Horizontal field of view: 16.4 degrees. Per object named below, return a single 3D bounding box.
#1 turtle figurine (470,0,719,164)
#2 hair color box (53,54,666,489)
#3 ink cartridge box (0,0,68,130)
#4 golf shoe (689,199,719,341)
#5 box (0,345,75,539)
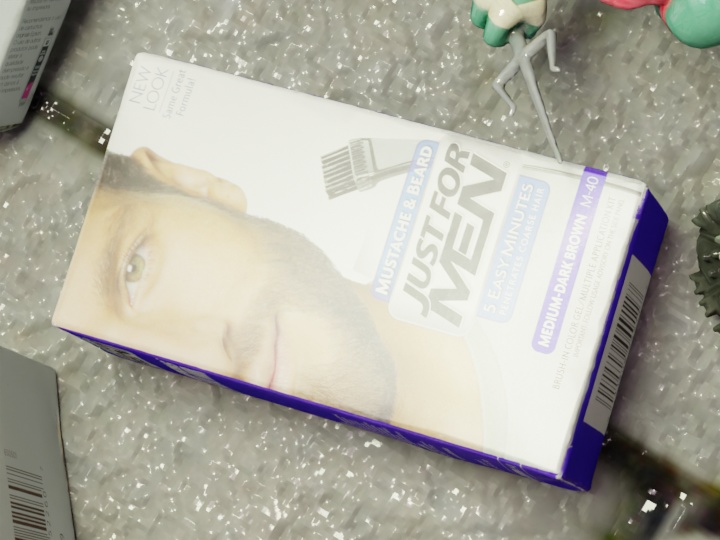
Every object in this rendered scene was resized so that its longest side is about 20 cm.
[{"bbox_3d":[0.118,-0.132,0.892,0.149,0.101,0.200,4,59,-3],"label":"turtle figurine"},{"bbox_3d":[0.000,0.000,0.920,0.200,0.065,0.109,15,84,18],"label":"hair color box"},{"bbox_3d":[-0.181,-0.187,0.977,0.196,0.043,0.200,33,111,18],"label":"ink cartridge box"},{"bbox_3d":[0.209,0.021,0.873,0.200,0.088,0.077,25,127,34],"label":"golf shoe"},{"bbox_3d":[-0.214,0.119,0.935,0.200,0.106,0.153,-11,77,12],"label":"box"}]
